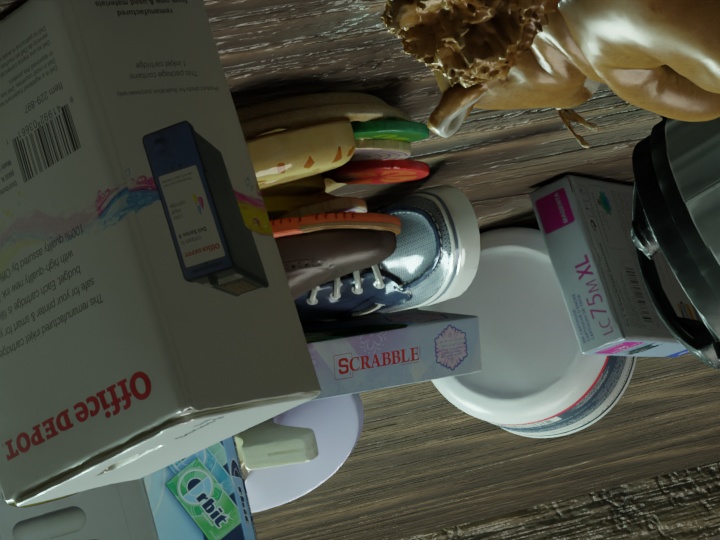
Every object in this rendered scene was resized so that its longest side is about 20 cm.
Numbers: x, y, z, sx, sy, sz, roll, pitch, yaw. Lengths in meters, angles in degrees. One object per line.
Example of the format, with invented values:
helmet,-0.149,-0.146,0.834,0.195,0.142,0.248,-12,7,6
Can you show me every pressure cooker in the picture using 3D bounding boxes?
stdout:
pressure cooker,0.255,-0.039,1.720,0.200,0.179,0.176,-31,-171,20

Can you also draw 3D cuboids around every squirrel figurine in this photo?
squirrel figurine,0.091,-0.129,1.269,0.187,0.142,0.200,-12,160,41

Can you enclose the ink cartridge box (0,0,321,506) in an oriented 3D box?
ink cartridge box,-0.118,-0.011,1.283,0.087,0.200,0.145,-6,165,-43

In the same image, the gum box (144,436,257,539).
gum box,-0.177,0.180,2.000,0.200,0.170,0.045,-15,168,7

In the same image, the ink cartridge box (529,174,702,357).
ink cartridge box,0.190,0.000,1.993,0.042,0.119,0.200,-24,167,28

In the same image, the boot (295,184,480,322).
boot,0.000,0.000,1.834,0.090,0.073,0.200,-13,171,-25

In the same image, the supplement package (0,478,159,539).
supplement package,-0.199,0.110,1.756,0.111,0.200,0.156,-15,169,-10

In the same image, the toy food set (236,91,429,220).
toy food set,-0.056,-0.048,1.586,0.200,0.049,0.198,-25,166,36

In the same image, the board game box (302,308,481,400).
board game box,-0.057,0.054,1.930,0.199,0.041,0.200,-8,-172,-38

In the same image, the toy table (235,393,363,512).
toy table,-0.107,0.127,2.095,0.200,0.184,0.117,-22,-174,16

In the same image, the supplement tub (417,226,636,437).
supplement tub,0.126,0.049,2.088,0.140,0.140,0.200,-18,169,10

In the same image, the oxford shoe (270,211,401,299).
oxford shoe,-0.066,0.020,1.588,0.200,0.073,0.071,-19,168,11
